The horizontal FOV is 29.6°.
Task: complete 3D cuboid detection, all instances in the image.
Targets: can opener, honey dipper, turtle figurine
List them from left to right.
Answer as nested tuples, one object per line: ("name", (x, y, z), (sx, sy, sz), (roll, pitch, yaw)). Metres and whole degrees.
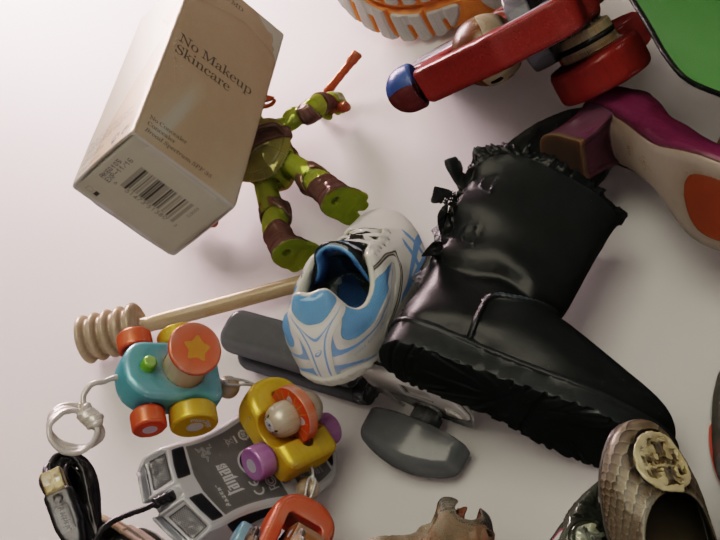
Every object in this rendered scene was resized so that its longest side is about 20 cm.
("honey dipper", (-0.112, 0.028, 0.993), (0.200, 0.038, 0.038), (-14, 51, 13))
("turtle figurine", (-0.059, -0.085, 1.028), (0.200, 0.064, 0.161), (-36, 49, -2))
("can opener", (-0.013, 0.075, 0.897), (0.200, 0.053, 0.067), (19, 67, 35))

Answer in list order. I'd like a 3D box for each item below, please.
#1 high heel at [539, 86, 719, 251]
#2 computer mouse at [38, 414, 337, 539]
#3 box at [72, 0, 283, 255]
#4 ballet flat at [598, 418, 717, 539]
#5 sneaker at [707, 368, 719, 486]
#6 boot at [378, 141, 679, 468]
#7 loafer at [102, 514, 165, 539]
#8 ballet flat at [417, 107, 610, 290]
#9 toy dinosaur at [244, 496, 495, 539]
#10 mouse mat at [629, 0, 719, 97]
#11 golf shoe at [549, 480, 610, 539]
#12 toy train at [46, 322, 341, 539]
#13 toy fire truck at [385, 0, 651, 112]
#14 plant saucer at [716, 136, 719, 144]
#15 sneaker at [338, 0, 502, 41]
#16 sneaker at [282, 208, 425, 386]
("high heel", (0.214, -0.074, 0.851), (0.096, 0.068, 0.200), (-32, 43, -29))
("computer mouse", (-0.100, 0.142, 0.849), (0.200, 0.044, 0.110), (-14, 61, -38))
("box", (-0.128, -0.120, 0.997), (0.078, 0.095, 0.200), (-34, 32, 37))
("ballet flat", (0.170, 0.171, 0.699), (0.067, 0.046, 0.200), (1, 68, -26))
("sneaker", (0.227, 0.118, 0.729), (0.077, 0.082, 0.200), (-14, 52, 17))
("boot", (0.120, 0.019, 0.834), (0.198, 0.073, 0.163), (23, 61, 10))
("loafer", (-0.109, 0.216, 0.834), (0.200, 0.063, 0.072), (30, 74, 38))
("ballet flat", (0.106, -0.040, 0.930), (0.066, 0.057, 0.200), (38, 71, 19))
("toy dinosaur", (-0.015, 0.208, 0.745), (0.200, 0.135, 0.086), (-55, 15, 10))
("mouse mat", (0.219, -0.160, 0.857), (0.008, 0.161, 0.200), (-53, 39, 35))
("golf shoe", (0.111, 0.179, 0.743), (0.200, 0.077, 0.088), (-41, 2, -34))
("toy train", (-0.079, 0.107, 0.819), (0.200, 0.056, 0.150), (35, 44, -2))
("toy fire truck", (0.102, -0.160, 0.944), (0.168, 0.112, 0.200), (-27, 10, 19))
("plant saucer", (0.318, -0.054, 0.841), (0.200, 0.037, 0.200), (-13, 51, 17))
("sneaker", (0.074, -0.237, 1.078), (0.200, 0.078, 0.077), (-1, 43, 21))
("sneaker", (0.000, 0.000, 0.897), (0.072, 0.073, 0.200), (0, 26, 14))
